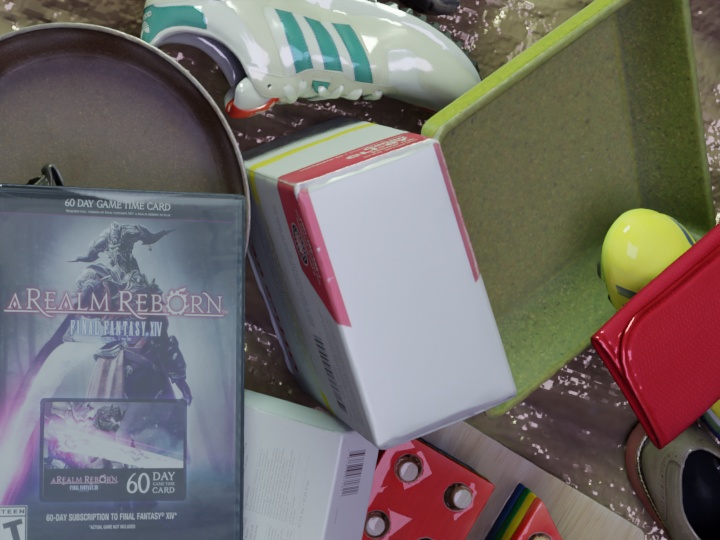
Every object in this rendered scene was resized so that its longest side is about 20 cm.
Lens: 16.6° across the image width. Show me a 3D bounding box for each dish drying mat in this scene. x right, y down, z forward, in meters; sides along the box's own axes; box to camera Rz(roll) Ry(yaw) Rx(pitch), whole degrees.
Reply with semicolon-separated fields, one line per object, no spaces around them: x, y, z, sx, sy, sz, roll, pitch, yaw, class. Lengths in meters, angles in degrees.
0.216;0.009;1.373;0.200;0.018;0.077;-39;104;-24;dish drying mat

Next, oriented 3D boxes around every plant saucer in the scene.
0.109;-0.051;1.374;0.200;0.048;0.201;-37;132;-28;plant saucer
-0.155;-0.037;1.352;0.198;0.032;0.202;2;102;8;plant saucer

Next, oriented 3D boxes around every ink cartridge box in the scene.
0.000;0.000;1.331;0.083;0.200;0.146;-21;102;-11;ink cartridge box

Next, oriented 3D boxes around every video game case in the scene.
-0.127;0.058;1.281;0.142;0.019;0.202;2;87;-26;video game case

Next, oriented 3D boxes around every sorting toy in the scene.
0.045;0.196;1.435;0.198;0.070;0.201;31;90;-15;sorting toy

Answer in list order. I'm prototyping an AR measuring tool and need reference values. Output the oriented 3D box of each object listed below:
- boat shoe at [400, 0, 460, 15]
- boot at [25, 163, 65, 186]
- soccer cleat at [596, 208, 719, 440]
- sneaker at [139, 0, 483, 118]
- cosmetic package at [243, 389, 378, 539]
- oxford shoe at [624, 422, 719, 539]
-0.004;-0.229;1.367;0.200;0.076;0.072;43;84;-23;boat shoe
-0.192;0.064;1.295;0.200;0.069;0.175;-45;108;-22;boot
0.204;0.037;1.410;0.065;0.084;0.200;-48;128;-13;soccer cleat
-0.031;-0.114;1.364;0.199;0.070;0.094;27;75;-10;sneaker
-0.079;0.168;1.371;0.150;0.052;0.202;14;97;28;cosmetic package
0.228;0.177;1.469;0.070;0.075;0.200;-39;104;-5;oxford shoe
